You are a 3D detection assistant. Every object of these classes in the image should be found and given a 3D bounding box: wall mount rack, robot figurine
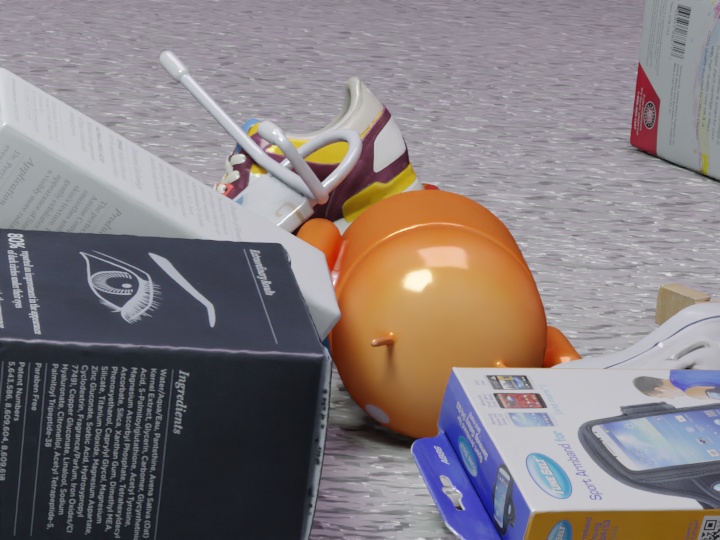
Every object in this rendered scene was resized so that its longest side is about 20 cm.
[{"bbox_3d":[-0.103,-0.039,1.639,0.200,0.075,0.174,-41,27,-8],"label":"wall mount rack"},{"bbox_3d":[0.037,0.023,1.585,0.117,0.144,0.200,-31,13,4],"label":"robot figurine"}]

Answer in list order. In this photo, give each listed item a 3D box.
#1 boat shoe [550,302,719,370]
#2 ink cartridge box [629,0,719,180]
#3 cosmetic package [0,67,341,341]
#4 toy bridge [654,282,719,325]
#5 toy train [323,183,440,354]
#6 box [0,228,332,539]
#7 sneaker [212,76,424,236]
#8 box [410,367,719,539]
[{"bbox_3d":[0.165,0.071,1.559,0.065,0.074,0.200,21,30,37],"label":"boat shoe"},{"bbox_3d":[0.336,-0.151,2.436,0.144,0.146,0.200,0,15,-27],"label":"ink cartridge box"},{"bbox_3d":[-0.120,-0.003,1.462,0.200,0.102,0.074,31,19,-23],"label":"cosmetic package"},{"bbox_3d":[0.280,0.022,1.904,0.200,0.027,0.067,-5,19,-41],"label":"toy bridge"},{"bbox_3d":[0.000,0.000,1.785,0.116,0.085,0.200,-15,16,-18],"label":"toy train"},{"bbox_3d":[-0.124,0.054,1.361,0.200,0.105,0.148,4,20,-10],"label":"box"},{"bbox_3d":[-0.066,-0.035,1.709,0.200,0.090,0.075,-29,12,-13],"label":"sneaker"},{"bbox_3d":[0.127,0.093,1.414,0.200,0.042,0.119,3,31,-22],"label":"box"}]
